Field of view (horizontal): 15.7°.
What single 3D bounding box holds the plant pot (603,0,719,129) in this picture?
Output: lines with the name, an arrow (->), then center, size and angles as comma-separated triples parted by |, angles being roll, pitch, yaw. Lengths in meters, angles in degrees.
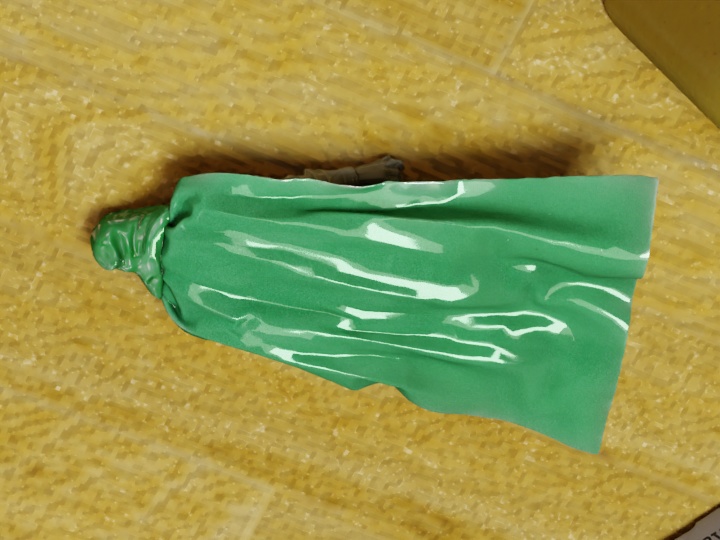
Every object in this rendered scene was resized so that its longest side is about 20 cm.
plant pot -> 0.230, -0.066, 0.880 | 0.194, 0.200, 0.196 | 39, 105, -22

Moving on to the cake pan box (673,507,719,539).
cake pan box -> 0.200, 0.168, 1.069 | 0.199, 0.052, 0.185 | -31, 113, 7

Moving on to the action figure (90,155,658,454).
action figure -> 0.000, 0.000, 0.960 | 0.199, 0.055, 0.119 | 8, 115, -4
